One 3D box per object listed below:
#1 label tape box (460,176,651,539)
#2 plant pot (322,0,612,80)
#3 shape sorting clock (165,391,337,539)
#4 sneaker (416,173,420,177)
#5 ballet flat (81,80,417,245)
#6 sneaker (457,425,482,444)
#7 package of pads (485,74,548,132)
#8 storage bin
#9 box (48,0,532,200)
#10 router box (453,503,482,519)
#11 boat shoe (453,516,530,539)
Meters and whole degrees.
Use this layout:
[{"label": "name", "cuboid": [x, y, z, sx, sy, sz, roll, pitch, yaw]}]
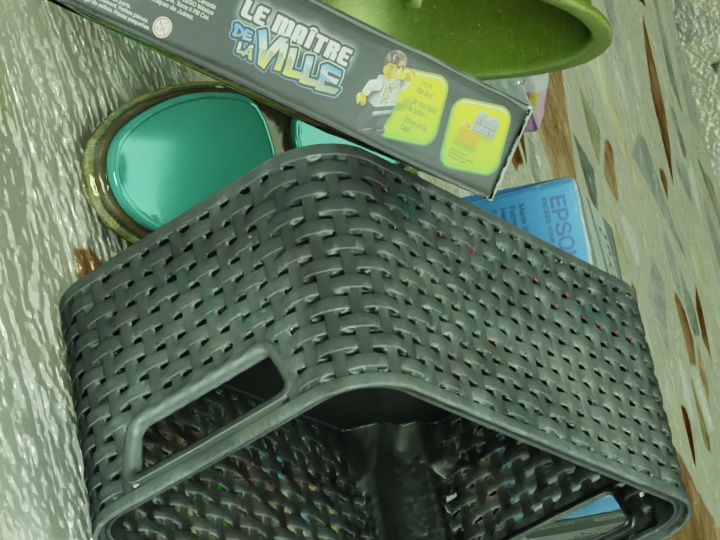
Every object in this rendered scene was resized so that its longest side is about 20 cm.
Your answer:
[{"label": "label tape box", "cuboid": [0.095, 0.048, 1.217, 0.200, 0.063, 0.145, 35, 43, -76]}, {"label": "plant pot", "cuboid": [0.007, -0.190, 1.080, 0.200, 0.199, 0.191, 26, 68, -72]}, {"label": "shape sorting clock", "cuboid": [-0.028, 0.122, 1.042, 0.200, 0.039, 0.201, -15, 90, -76]}, {"label": "sneaker", "cuboid": [0.000, 0.000, 1.140, 0.200, 0.083, 0.121, 96, -19, -75]}, {"label": "ballet flat", "cuboid": [-0.047, -0.044, 1.062, 0.199, 0.070, 0.071, -19, 94, -46]}, {"label": "sneaker", "cuboid": [0.045, 0.037, 1.340, 0.200, 0.073, 0.119, 17, 52, -62]}, {"label": "package of pads", "cuboid": [0.039, -0.144, 1.404, 0.200, 0.120, 0.076, -84, 172, -54]}, {"label": "storage bin", "cuboid": [0.007, 0.049, 0.945, 0.200, 0.135, 0.094, 24, 45, -47]}, {"label": "box", "cuboid": [-0.052, -0.084, 0.864, 0.199, 0.035, 0.110, 24, 2, -33]}, {"label": "router box", "cuboid": [0.073, 0.223, 1.301, 0.200, 0.052, 0.158, 56, 23, -52]}, {"label": "boat shoe", "cuboid": [0.030, 0.181, 1.154, 0.201, 0.067, 0.072, -77, 172, -46]}]
